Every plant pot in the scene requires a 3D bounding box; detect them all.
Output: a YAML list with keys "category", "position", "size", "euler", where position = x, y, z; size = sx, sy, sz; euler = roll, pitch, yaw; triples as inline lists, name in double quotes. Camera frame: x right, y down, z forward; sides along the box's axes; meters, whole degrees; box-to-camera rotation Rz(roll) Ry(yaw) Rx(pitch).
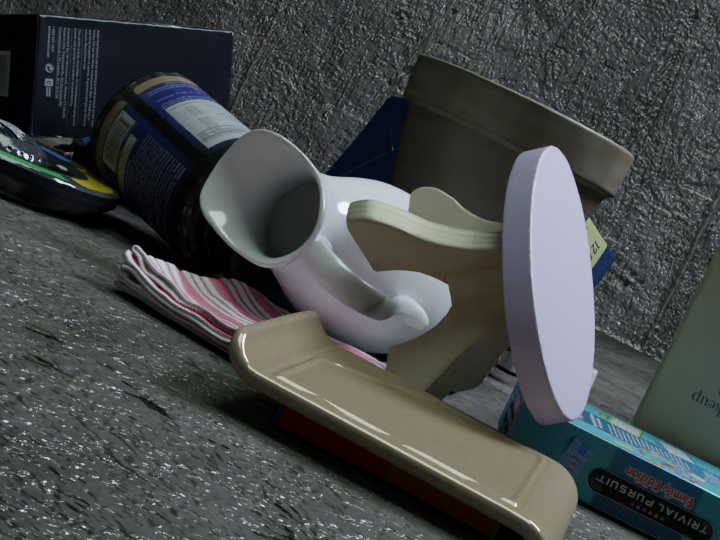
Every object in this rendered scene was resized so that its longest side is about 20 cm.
- category: "plant pot"
  position: [0.100, -0.060, 1.352]
  size: [0.199, 0.174, 0.200]
  euler: [26, 4, -2]

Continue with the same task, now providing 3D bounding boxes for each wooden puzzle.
- category: "wooden puzzle"
  position: [0.028, 0.092, 0.903]
  size: [0.199, 0.037, 0.185]
  euler: [33, 8, 9]

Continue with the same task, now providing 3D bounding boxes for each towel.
- category: "towel"
  position: [-0.058, 0.038, 1.076]
  size: [0.146, 0.030, 0.200]
  euler: [29, 5, 24]

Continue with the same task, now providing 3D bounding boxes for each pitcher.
- category: "pitcher"
  position: [0.000, 0.000, 1.160]
  size: [0.200, 0.121, 0.172]
  euler: [32, 14, -50]

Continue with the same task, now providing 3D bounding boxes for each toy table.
- category: "toy table"
  position: [0.078, 0.013, 1.054]
  size: [0.116, 0.201, 0.184]
  euler: [-11, -55, 23]

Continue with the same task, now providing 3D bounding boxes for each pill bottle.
- category: "pill bottle"
  position: [-0.121, -0.067, 1.288]
  size: [0.112, 0.112, 0.200]
  euler: [20, 16, -49]

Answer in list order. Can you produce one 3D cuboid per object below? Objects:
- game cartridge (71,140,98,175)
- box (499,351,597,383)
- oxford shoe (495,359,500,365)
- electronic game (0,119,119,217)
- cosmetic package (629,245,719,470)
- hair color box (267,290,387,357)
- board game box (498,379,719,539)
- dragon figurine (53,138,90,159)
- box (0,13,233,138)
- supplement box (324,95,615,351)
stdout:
- category: "game cartridge"
  position: [-0.166, -0.063, 1.555]
  size: [0.199, 0.041, 0.133]
  euler: [28, 9, 15]
- category: "box"
  position: [0.140, 0.068, 1.750]
  size: [0.200, 0.037, 0.144]
  euler: [32, 7, 42]
- category: "oxford shoe"
  position: [0.044, 0.032, 1.464]
  size: [0.199, 0.072, 0.071]
  euler: [24, 16, -14]
- category: "electronic game"
  position: [-0.278, -0.094, 1.255]
  size: [0.199, 0.042, 0.200]
  euler: [26, 5, -3]
- category: "cosmetic package"
  position: [0.278, 0.091, 1.253]
  size: [0.103, 0.201, 0.073]
  euler: [25, 4, 9]
- category: "hair color box"
  position: [0.010, 0.027, 1.348]
  size: [0.199, 0.061, 0.100]
  euler: [27, 5, 11]
- category: "board game box"
  position: [0.194, 0.145, 1.145]
  size: [0.199, 0.047, 0.151]
  euler: [26, 5, 3]
- category: "dragon figurine"
  position: [-0.247, -0.150, 1.662]
  size: [0.199, 0.100, 0.059]
  euler: [23, 6, -33]
- category: "box"
  position: [-0.237, -0.172, 1.461]
  size: [0.181, 0.105, 0.200]
  euler: [1, 7, -30]
- category: "supplement box"
  position: [0.100, -0.044, 1.576]
  size: [0.199, 0.134, 0.200]
  euler: [17, -28, 51]
